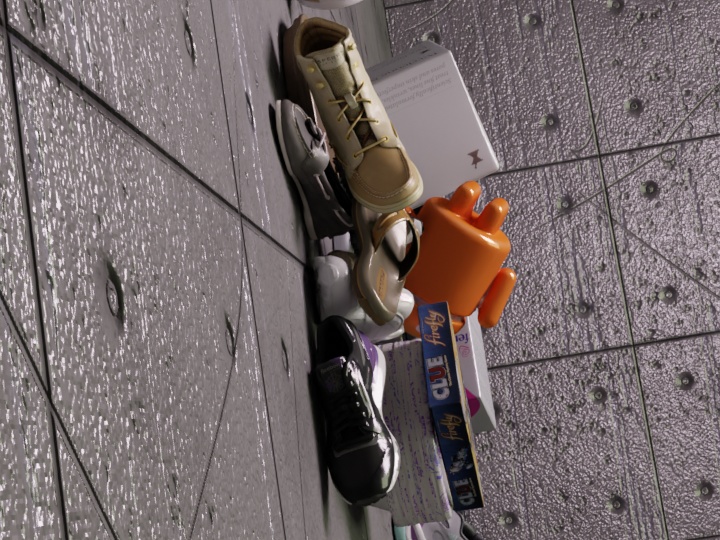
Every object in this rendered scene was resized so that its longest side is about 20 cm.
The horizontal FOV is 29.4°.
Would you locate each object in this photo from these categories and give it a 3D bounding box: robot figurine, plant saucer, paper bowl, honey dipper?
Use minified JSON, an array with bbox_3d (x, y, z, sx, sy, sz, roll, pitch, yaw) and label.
[{"bbox_3d":[0.097,-0.003,1.583,0.201,0.143,0.117,-59,-148,14],"label":"robot figurine"},{"bbox_3d":[-0.057,-0.192,1.574,0.200,0.029,0.201,-9,90,-83],"label":"plant saucer"},{"bbox_3d":[0.037,0.181,1.514,0.201,0.104,0.202,-10,90,-84],"label":"paper bowl"},{"bbox_3d":[0.000,0.000,1.633,0.200,0.038,0.038,11,69,-74],"label":"honey dipper"}]

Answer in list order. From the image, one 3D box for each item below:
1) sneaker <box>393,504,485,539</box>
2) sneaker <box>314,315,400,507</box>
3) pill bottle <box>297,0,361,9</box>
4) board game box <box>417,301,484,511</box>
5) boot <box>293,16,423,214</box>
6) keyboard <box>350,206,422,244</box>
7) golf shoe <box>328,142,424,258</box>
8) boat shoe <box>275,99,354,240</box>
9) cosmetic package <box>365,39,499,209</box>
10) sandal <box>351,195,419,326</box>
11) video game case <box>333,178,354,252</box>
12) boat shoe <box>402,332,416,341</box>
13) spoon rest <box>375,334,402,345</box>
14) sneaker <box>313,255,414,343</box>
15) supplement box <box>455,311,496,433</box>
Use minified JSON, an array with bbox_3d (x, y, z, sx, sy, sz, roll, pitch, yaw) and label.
[{"bbox_3d":[0.128,0.404,1.852,0.078,0.139,0.201,-86,165,-68],"label":"sneaker"},{"bbox_3d":[-0.017,0.133,1.334,0.088,0.075,0.201,54,19,-43],"label":"sneaker"},{"bbox_3d":[-0.046,-0.422,1.618,0.120,0.119,0.201,-93,171,-47],"label":"pill bottle"},{"bbox_3d":[0.098,0.149,1.485,0.201,0.034,0.136,75,8,-47],"label":"board game box"},{"bbox_3d":[-0.005,-0.163,1.425,0.200,0.072,0.156,-115,-178,-49],"label":"boot"},{"bbox_3d":[0.048,-0.054,1.735,0.200,0.103,0.040,-65,140,-71],"label":"keyboard"},{"bbox_3d":[0.019,-0.110,1.566,0.078,0.094,0.201,57,19,-70],"label":"golf shoe"},{"bbox_3d":[-0.043,-0.108,1.430,0.200,0.057,0.067,73,9,-51],"label":"boat shoe"},{"bbox_3d":[0.060,-0.185,1.769,0.200,0.164,0.166,-115,180,-76],"label":"cosmetic package"},{"bbox_3d":[0.032,-0.028,1.434,0.080,0.054,0.201,43,33,-31],"label":"sandal"},{"bbox_3d":[0.008,-0.026,1.794,0.200,0.023,0.183,57,22,-47],"label":"video game case"},{"bbox_3d":[0.079,0.050,1.691,0.072,0.062,0.201,132,-40,-53],"label":"boat shoe"},{"bbox_3d":[0.013,0.102,1.714,0.200,0.060,0.100,118,-35,-78],"label":"spoon rest"},{"bbox_3d":[0.006,0.028,1.478,0.200,0.099,0.078,64,18,-71],"label":"sneaker"},{"bbox_3d":[0.103,0.104,1.746,0.103,0.101,0.201,61,19,-57],"label":"supplement box"}]
